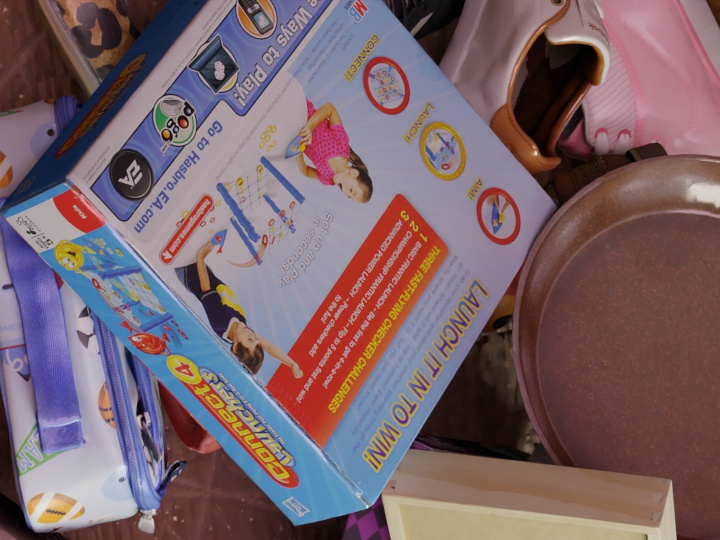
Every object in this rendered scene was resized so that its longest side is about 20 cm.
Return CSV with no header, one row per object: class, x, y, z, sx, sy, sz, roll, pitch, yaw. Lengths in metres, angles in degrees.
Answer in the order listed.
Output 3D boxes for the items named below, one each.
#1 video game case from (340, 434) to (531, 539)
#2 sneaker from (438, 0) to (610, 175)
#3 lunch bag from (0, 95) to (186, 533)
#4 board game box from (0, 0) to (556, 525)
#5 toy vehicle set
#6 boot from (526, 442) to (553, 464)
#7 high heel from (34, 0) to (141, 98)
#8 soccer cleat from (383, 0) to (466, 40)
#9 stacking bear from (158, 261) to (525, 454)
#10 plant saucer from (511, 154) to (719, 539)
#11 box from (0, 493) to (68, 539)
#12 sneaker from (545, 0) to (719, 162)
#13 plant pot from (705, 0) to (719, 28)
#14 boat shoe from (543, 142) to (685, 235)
video game case,0.025,0.181,1.270,0.181,0.036,0.200,17,91,-66
sneaker,0.097,-0.133,1.246,0.073,0.085,0.200,29,72,-44
lunch bag,-0.132,0.025,1.165,0.075,0.160,0.200,-12,86,-3
board game box,-0.029,-0.027,1.135,0.196,0.056,0.200,49,51,-18
toy vehicle set,0.084,0.158,1.181,0.200,0.124,0.027,79,23,-48
boot,0.155,0.150,1.233,0.096,0.200,0.074,-51,153,4
high heel,-0.093,-0.162,1.215,0.142,0.071,0.200,-28,97,-9
soccer cleat,0.005,-0.131,1.253,0.200,0.081,0.068,-30,107,-16
stacking bear,0.000,0.000,1.258,0.200,0.122,0.114,-11,57,-30
plant saucer,0.162,0.044,1.197,0.200,0.034,0.201,4,69,-12
box,-0.160,0.209,1.179,0.200,0.164,0.166,35,84,-11
sneaker,0.158,-0.062,1.323,0.105,0.075,0.200,-35,100,-17
plant pot,0.260,-0.137,1.296,0.140,0.200,0.200,-32,108,-3
boat shoe,0.126,0.021,1.309,0.068,0.072,0.200,-13,127,-6
